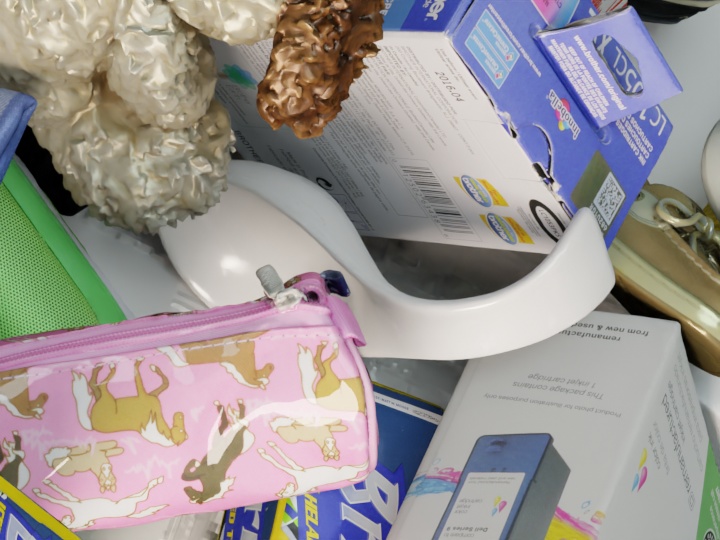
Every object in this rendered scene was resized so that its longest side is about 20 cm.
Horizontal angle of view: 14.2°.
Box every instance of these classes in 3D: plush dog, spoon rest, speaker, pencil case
[{"bbox_3d":[-0.068,-0.130,1.066,0.160,0.171,0.202,21,61,-60],"label":"plush dog"},{"bbox_3d":[0.000,0.000,1.161,0.061,0.199,0.100,-57,138,-37],"label":"spoon rest"},{"bbox_3d":[-0.159,-0.005,1.150,0.088,0.088,0.201,-36,90,-27],"label":"speaker"},{"bbox_3d":[-0.094,0.053,1.069,0.198,0.083,0.087,-10,92,-4],"label":"pencil case"}]

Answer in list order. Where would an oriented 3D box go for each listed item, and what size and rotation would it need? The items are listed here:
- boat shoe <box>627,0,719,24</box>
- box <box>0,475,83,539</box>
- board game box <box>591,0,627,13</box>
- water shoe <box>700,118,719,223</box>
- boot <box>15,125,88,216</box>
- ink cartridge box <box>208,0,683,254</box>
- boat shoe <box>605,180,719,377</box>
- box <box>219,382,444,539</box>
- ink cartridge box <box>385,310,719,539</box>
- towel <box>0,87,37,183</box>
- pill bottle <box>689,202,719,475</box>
[{"bbox_3d":[0.078,-0.161,1.310,0.199,0.062,0.075,19,72,0],"label":"boat shoe"},{"bbox_3d":[-0.150,0.130,0.985,0.064,0.200,0.070,39,63,-8],"label":"box"},{"bbox_3d":[0.028,-0.180,1.202,0.200,0.152,0.046,44,78,12],"label":"board game box"},{"bbox_3d":[0.232,-0.009,1.189,0.199,0.079,0.072,36,64,-13],"label":"water shoe"},{"bbox_3d":[-0.101,-0.142,1.218,0.167,0.076,0.201,-25,79,-23],"label":"boot"},{"bbox_3d":[0.031,-0.077,1.164,0.137,0.199,0.077,52,59,-38],"label":"ink cartridge box"},{"bbox_3d":[0.115,-0.027,1.217,0.063,0.201,0.073,-42,126,1],"label":"boat shoe"},{"bbox_3d":[-0.025,0.145,1.159,0.064,0.070,0.201,20,68,-19],"label":"box"},{"bbox_3d":[0.072,0.135,1.144,0.201,0.087,0.146,-61,146,-36],"label":"ink cartridge box"},{"bbox_3d":[-0.230,-0.020,1.074,0.199,0.024,0.148,11,64,26],"label":"towel"},{"bbox_3d":[0.194,0.010,1.276,0.114,0.114,0.200,43,64,-5],"label":"pill bottle"}]
